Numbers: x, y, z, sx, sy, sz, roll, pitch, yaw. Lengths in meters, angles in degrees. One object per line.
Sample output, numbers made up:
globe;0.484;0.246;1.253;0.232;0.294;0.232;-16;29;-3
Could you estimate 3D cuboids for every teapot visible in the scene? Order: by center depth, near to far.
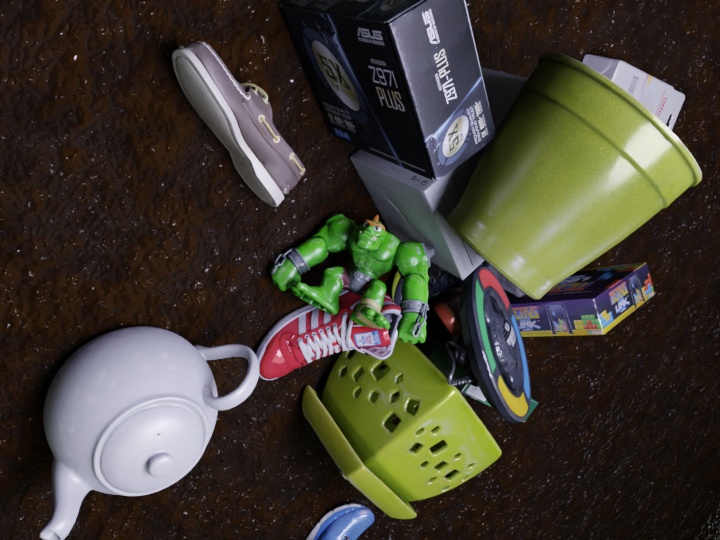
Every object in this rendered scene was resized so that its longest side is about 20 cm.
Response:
teapot;-0.231;0.165;0.696;0.197;0.146;0.201;8;107;-39

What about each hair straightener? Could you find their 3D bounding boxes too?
hair straightener;0.141;0.120;0.854;0.041;0.077;0.200;-51;161;18

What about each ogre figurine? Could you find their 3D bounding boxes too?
ogre figurine;0.000;0.000;0.776;0.098;0.199;0.120;50;61;-49

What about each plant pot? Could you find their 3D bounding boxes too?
plant pot;0.197;-0.081;0.666;0.193;0.201;0.200;-49;133;11
plant pot;0.046;0.212;0.897;0.181;0.199;0.200;-40;131;-5

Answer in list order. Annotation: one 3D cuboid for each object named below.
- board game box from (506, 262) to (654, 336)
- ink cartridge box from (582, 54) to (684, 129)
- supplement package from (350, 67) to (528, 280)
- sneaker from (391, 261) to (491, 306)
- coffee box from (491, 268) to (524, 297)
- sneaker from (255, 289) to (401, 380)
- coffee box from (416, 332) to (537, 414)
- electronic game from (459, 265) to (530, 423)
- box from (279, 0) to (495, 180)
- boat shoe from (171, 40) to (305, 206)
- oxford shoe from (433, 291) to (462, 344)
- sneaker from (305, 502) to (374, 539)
board game box;0.312;0.046;0.982;0.165;0.200;0.057;-22;99;-40
ink cartridge box;0.412;-0.250;1.008;0.199;0.067;0.118;6;108;-37
supplement package;0.127;-0.128;0.804;0.200;0.152;0.151;-42;131;-12
sneaker;0.129;-0.002;0.918;0.200;0.081;0.074;-36;129;-16
coffee box;0.256;-0.077;0.974;0.114;0.080;0.201;-22;124;-26
sneaker;-0.035;0.089;0.823;0.200;0.112;0.071;-36;129;-17
coffee box;0.185;0.172;1.024;0.200;0.123;0.044;30;95;-44
electronic game;0.175;0.091;0.813;0.041;0.201;0.200;-18;137;25
box;0.025;-0.204;0.656;0.086;0.200;0.164;-37;130;-16
boat shoe;-0.119;-0.154;0.665;0.060;0.072;0.200;-46;136;-16
oxford shoe;0.170;0.082;0.955;0.072;0.071;0.200;-36;154;4
sneaker;-0.050;0.457;1.019;0.200;0.089;0.079;-41;132;-13
